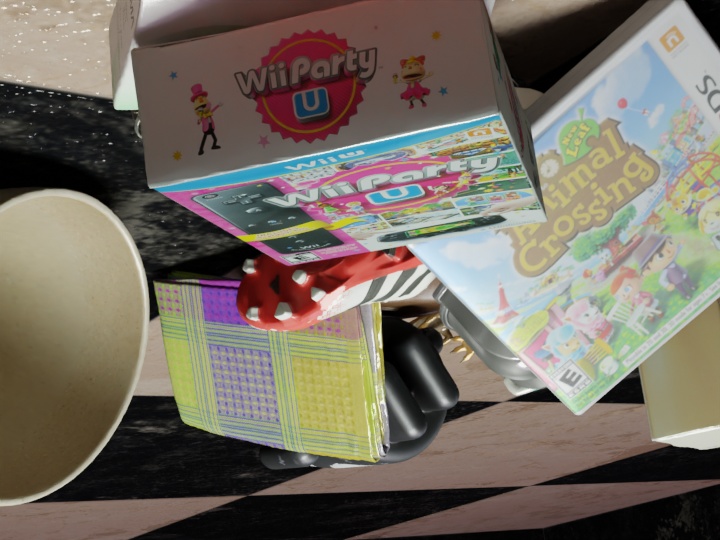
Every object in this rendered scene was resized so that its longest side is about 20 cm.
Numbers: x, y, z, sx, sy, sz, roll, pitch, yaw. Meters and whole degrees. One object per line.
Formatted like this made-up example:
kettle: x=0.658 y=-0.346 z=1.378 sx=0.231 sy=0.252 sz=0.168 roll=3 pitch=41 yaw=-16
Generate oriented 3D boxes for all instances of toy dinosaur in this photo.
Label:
toy dinosaur: x=0.113 y=0.034 z=1.231 sx=0.200 sy=0.060 sz=0.106 roll=-16 pitch=-167 yaw=11

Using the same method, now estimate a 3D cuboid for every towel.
towel: x=-0.067 y=0.072 z=1.036 sx=0.200 sy=0.144 sz=0.023 roll=4 pitch=-159 yaw=30

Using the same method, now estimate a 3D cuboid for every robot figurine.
robot figurine: x=-0.004 y=0.106 z=1.130 sx=0.150 sy=0.125 sz=0.200 roll=8 pitch=167 yaw=-32

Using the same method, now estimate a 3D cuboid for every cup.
cup: x=-0.256 y=0.037 z=0.863 sx=0.143 sy=0.201 sz=0.200 roll=11 pitch=175 yaw=32

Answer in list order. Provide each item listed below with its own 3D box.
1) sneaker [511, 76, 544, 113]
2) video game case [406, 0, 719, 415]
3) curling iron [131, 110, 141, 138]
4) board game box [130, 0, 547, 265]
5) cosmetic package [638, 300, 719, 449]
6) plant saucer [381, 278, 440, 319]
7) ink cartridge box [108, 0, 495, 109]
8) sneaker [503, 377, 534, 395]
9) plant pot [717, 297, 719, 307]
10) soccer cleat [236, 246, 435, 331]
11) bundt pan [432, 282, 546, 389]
sneaker: x=0.048 y=-0.064 z=0.812 sx=0.129 sy=0.080 sz=0.199 roll=6 pitch=150 yaw=-14
video game case: x=0.149 y=-0.031 z=0.769 sx=0.200 sy=0.022 sz=0.182 roll=-42 pitch=121 yaw=8
curling iron: x=-0.087 y=-0.113 z=0.686 sx=0.050 sy=0.026 sz=0.200 roll=-6 pitch=163 yaw=-16
board game box: x=0.001 y=-0.058 z=0.617 sx=0.147 sy=0.064 sz=0.200 roll=-11 pitch=167 yaw=12
cosmetic package: x=0.250 y=0.027 z=0.994 sx=0.071 sy=0.200 sz=0.105 roll=-18 pitch=162 yaw=31
plant saucer: x=0.001 y=0.022 z=1.094 sx=0.200 sy=0.032 sz=0.200 roll=-5 pitch=172 yaw=-1
ink cartridge box: x=-0.015 y=-0.122 z=0.558 sx=0.161 sy=0.050 sz=0.200 roll=-4 pitch=170 yaw=-18
sneaker: x=0.177 y=0.051 z=1.164 sx=0.093 sy=0.070 sz=0.200 roll=-35 pitch=161 yaw=-25
plant pot: x=0.358 y=-0.028 z=0.918 sx=0.198 sy=0.201 sz=0.200 roll=-10 pitch=165 yaw=37
soccer cleat: x=0.000 y=0.000 z=0.935 sx=0.200 sy=0.069 sz=0.085 roll=-24 pitch=153 yaw=31
bundt pan: x=0.153 y=0.005 z=0.876 sx=0.202 sy=0.076 sz=0.202 roll=-21 pitch=146 yaw=-15
